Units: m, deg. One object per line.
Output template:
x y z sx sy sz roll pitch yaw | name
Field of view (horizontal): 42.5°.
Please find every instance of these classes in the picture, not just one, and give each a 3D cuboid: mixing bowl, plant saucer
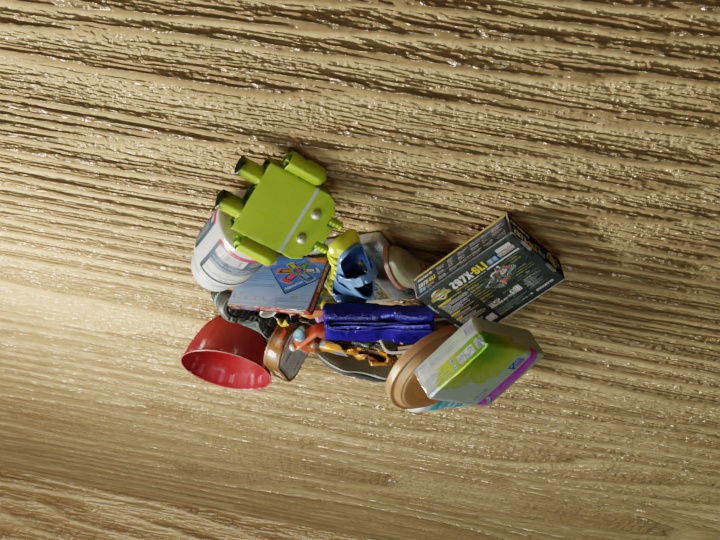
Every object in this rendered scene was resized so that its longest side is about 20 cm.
-0.273 0.166 1.970 0.196 0.110 0.201 9 151 5 | mixing bowl
0.137 0.178 1.643 0.198 0.032 0.202 -23 143 -18 | plant saucer

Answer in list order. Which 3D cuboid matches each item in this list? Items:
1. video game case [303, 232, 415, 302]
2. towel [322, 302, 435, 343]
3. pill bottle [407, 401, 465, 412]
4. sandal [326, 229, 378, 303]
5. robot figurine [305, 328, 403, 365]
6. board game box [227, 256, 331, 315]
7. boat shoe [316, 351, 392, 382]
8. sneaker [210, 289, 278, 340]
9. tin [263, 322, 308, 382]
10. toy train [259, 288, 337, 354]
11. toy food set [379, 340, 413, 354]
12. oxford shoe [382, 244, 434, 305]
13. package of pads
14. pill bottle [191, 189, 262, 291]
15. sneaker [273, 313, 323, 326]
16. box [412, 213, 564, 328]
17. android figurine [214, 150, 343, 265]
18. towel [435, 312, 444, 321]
0.000 0.000 1.664 0.179 0.023 0.200 -6 148 29 | video game case
0.031 0.101 1.624 0.196 0.050 0.148 2 159 2 | towel
0.171 0.214 1.821 0.197 0.113 0.110 -1 162 -35 | pill bottle
-0.009 0.018 1.564 0.087 0.079 0.201 49 167 23 | sandal
-0.006 0.152 1.859 0.197 0.059 0.145 10 179 21 | robot figurine
-0.145 0.024 1.636 0.197 0.104 0.019 2 153 39 | board game box
-0.021 0.202 1.988 0.197 0.068 0.057 21 146 -24 | boat shoe
-0.216 0.079 1.856 0.079 0.076 0.199 26 177 46 | sneaker
-0.145 0.161 1.892 0.041 0.113 0.200 21 165 14 | tin
-0.093 0.098 1.710 0.149 0.056 0.200 -35 147 7 | toy train
0.151 0.120 1.761 0.197 0.062 0.143 -10 172 28 | toy food set
0.106 0.001 1.586 0.073 0.072 0.199 -12 155 31 | oxford shoe
0.201 0.159 1.577 0.154 0.069 0.198 -45 145 23 | package of pads
-0.215 -0.042 1.563 0.118 0.121 0.200 22 150 -19 | pill bottle
-0.134 0.077 1.777 0.069 0.091 0.200 -6 147 28 | sneaker
0.210 0.014 1.514 0.199 0.050 0.159 -36 129 26 | box
-0.120 -0.093 1.433 0.198 0.041 0.183 29 106 -25 | android figurine
0.128 0.081 1.711 0.197 0.022 0.146 -9 172 29 | towel
